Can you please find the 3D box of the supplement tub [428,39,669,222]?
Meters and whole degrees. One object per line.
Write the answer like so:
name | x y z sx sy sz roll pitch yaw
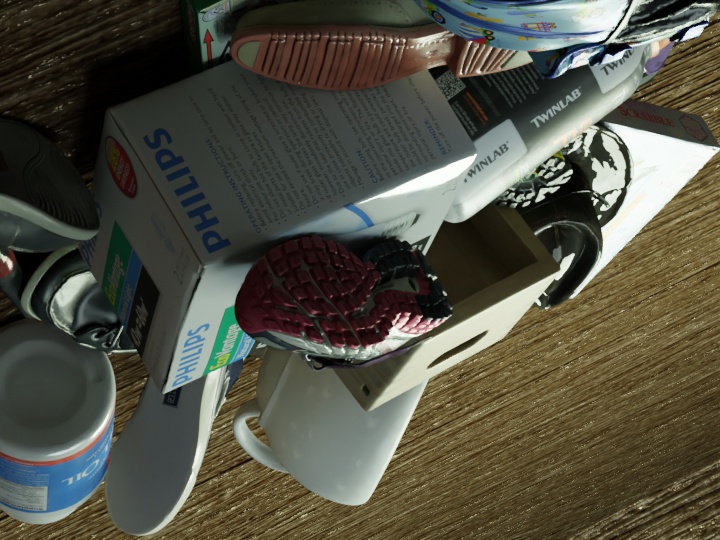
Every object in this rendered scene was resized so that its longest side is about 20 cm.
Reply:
supplement tub | 0.106 -0.135 1.684 0.200 0.123 0.123 -37 163 -6

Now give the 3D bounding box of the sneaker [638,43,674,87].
sneaker | 0.155 -0.134 1.815 0.200 0.076 0.088 -27 147 -27

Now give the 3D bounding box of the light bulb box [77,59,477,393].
light bulb box | -0.059 -0.045 1.588 0.200 0.125 0.198 -24 161 -22

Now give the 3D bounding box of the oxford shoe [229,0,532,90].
oxford shoe | 0.015 -0.157 1.506 0.200 0.074 0.071 -4 159 -17

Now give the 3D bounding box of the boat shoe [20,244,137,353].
boat shoe | -0.172 0.028 1.768 0.075 0.066 0.199 -52 161 2

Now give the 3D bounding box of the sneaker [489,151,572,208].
sneaker | 0.059 -0.100 1.812 0.200 0.085 0.078 8 140 -39

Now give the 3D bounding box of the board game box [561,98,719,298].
board game box | 0.161 -0.064 2.028 0.199 0.041 0.200 10 134 -43

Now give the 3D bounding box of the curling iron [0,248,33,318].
curling iron | -0.248 0.002 1.660 0.200 0.026 0.050 65 48 -76

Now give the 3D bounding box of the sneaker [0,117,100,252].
sneaker | -0.251 -0.039 1.495 0.106 0.075 0.200 -33 154 23

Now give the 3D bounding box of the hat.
hat | 0.145 -0.023 1.958 0.200 0.081 0.201 -18 147 -12

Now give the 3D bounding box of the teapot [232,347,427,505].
teapot | -0.027 0.095 2.101 0.197 0.146 0.200 -66 -179 -87

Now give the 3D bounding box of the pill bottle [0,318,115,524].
pill bottle | -0.242 0.121 1.865 0.112 0.112 0.200 -25 163 -16

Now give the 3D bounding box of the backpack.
backpack | 0.100 -0.200 1.420 0.200 0.183 0.135 -20 154 -20

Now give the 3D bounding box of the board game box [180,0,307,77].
board game box | -0.045 -0.157 1.557 0.134 0.029 0.200 -27 162 -10

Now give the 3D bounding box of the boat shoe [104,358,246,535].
boat shoe | -0.135 0.112 1.946 0.200 0.075 0.093 -70 161 2

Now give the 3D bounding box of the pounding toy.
pounding toy | 0.000 0.000 1.850 0.200 0.184 0.142 -26 162 -39

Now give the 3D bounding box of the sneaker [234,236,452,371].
sneaker | -0.016 0.031 1.526 0.075 0.081 0.200 -37 161 24
